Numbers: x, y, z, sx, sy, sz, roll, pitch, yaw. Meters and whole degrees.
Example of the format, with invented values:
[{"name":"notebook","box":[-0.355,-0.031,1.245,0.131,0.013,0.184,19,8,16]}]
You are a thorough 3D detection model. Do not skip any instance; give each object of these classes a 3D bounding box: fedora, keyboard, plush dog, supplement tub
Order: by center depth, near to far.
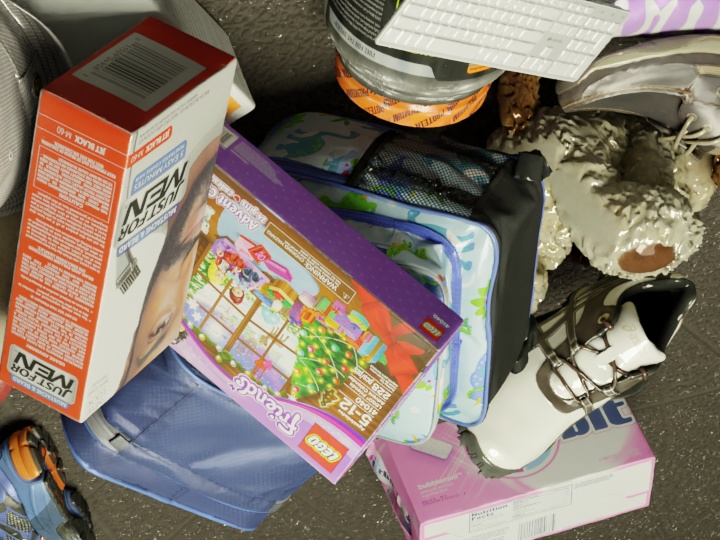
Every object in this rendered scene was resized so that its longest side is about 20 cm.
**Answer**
[{"name":"fedora","box":[-0.240,-0.070,1.174,0.176,0.090,0.200,2,133,-1]},{"name":"keyboard","box":[0.084,-0.138,1.239,0.200,0.011,0.056,4,126,-52]},{"name":"supplement tub","box":[0.046,-0.188,1.265,0.122,0.123,0.200,-7,138,-19]},{"name":"plush dog","box":[0.165,-0.061,1.481,0.172,0.161,0.200,-2,167,-44]}]

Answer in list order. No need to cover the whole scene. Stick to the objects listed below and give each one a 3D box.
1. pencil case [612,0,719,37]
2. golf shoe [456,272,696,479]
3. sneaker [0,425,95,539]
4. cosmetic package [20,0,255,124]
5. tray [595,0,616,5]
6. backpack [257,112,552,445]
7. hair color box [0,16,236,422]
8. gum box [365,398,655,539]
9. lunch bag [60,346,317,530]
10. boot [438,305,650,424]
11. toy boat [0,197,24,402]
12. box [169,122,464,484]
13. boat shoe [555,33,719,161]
[{"name":"pencil case","box":[0.212,-0.189,1.376,0.200,0.084,0.086,-6,110,-21]},{"name":"golf shoe","box":[0.145,0.059,1.458,0.200,0.078,0.094,-44,-168,-28]},{"name":"sneaker","box":[-0.241,0.190,1.601,0.078,0.075,0.200,-14,133,3]},{"name":"cosmetic package","box":[-0.158,-0.141,1.259,0.101,0.071,0.200,-33,139,12]},{"name":"tray","box":[0.200,-0.241,1.310,0.200,0.022,0.108,-28,124,-20]},{"name":"backpack","box":[0.000,0.000,1.382,0.147,0.200,0.183,-50,150,-45]},{"name":"hair color box","box":[-0.137,-0.027,1.227,0.111,0.064,0.200,-45,157,-50]},{"name":"gum box","box":[0.110,0.145,1.674,0.200,0.114,0.066,-15,140,-11]},{"name":"lunch bag","box":[-0.115,0.083,1.472,0.200,0.136,0.132,26,123,-33]},{"name":"boot","box":[0.089,0.079,1.579,0.200,0.069,0.174,-4,168,-29]},{"name":"toy boat","box":[-0.223,-0.008,1.360,0.131,0.131,0.200,-23,154,-53]},{"name":"box","box":[-0.053,0.017,1.300,0.039,0.200,0.137,-45,173,-49]},{"name":"boat shoe","box":[0.223,-0.109,1.388,0.199,0.074,0.074,-6,176,-13]}]
